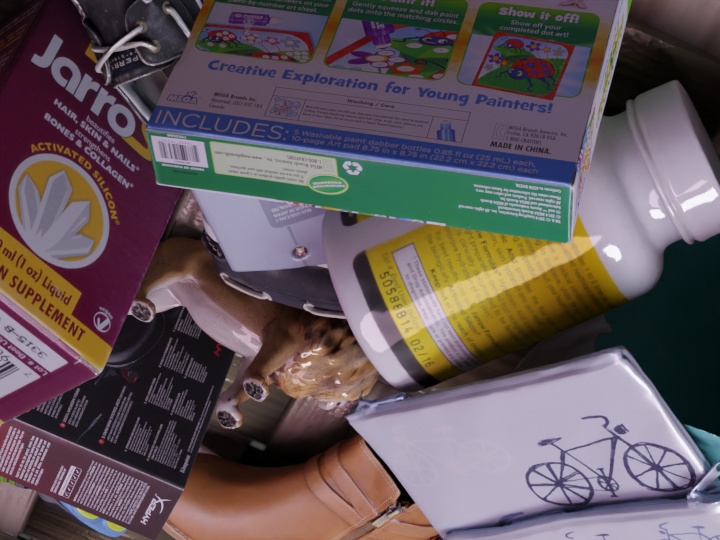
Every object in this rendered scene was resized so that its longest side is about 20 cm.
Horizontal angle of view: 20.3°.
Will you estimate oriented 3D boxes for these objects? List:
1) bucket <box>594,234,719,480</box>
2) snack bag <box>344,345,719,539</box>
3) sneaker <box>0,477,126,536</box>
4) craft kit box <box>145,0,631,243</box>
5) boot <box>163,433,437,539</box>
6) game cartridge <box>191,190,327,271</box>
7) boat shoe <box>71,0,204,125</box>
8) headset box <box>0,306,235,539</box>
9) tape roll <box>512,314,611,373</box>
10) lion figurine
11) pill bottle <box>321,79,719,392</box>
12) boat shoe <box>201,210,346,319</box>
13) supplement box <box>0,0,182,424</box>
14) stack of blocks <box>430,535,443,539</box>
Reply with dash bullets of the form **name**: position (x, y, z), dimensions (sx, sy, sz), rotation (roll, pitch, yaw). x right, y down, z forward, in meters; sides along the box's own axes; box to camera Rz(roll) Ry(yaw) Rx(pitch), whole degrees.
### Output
- **bucket**: position (0.242, 0.043, 1.049), dimensions (0.207, 0.207, 0.135), rotation (-14, 132, 33)
- **snack bag**: position (0.111, 0.127, 1.033), dimensions (0.188, 0.021, 0.200), rotation (-16, 120, 40)
- **sneaker**: position (-0.243, 0.122, 1.439), dimensions (0.199, 0.071, 0.083), rotation (34, 152, -16)
- **craft kit box**: position (0.022, -0.110, 0.959), dimensions (0.200, 0.198, 0.049), rotation (9, 143, 12)
- **boot**: position (-0.039, 0.152, 1.373), dimensions (0.200, 0.077, 0.155), rotation (29, 141, -16)
- **game cartridge**: position (0.006, -0.069, 1.091), dimensions (0.200, 0.041, 0.133), rotation (-16, 129, 7)
- **boat shoe**: position (-0.112, -0.127, 1.088), dimensions (0.072, 0.071, 0.200), rotation (-16, 129, 35)
- **headset box**: position (-0.190, 0.059, 1.272), dimensions (0.200, 0.149, 0.075), rotation (23, 140, -7)
- **tape roll**: position (0.168, 0.142, 1.186), dimensions (0.202, 0.203, 0.139), rotation (16, 140, 4)
- **lion figurine**: position (-0.082, 0.025, 1.243), dimensions (0.200, 0.123, 0.073), rotation (38, 134, 2)
- **pill bottle**: position (0.090, -0.022, 1.047), dimensions (0.200, 0.111, 0.111), rotation (-24, 127, 15)
- **boat shoe**: position (0.000, 0.000, 1.190), dimensions (0.200, 0.074, 0.060), rotation (12, 140, 13)
- **supplement box**: position (-0.185, -0.037, 1.119), dimensions (0.131, 0.200, 0.103), rotation (41, 135, -24)
- **stack of blocks**: position (0.045, 0.255, 1.430), dimensions (0.059, 0.115, 0.200), rotation (36, 138, -19)
